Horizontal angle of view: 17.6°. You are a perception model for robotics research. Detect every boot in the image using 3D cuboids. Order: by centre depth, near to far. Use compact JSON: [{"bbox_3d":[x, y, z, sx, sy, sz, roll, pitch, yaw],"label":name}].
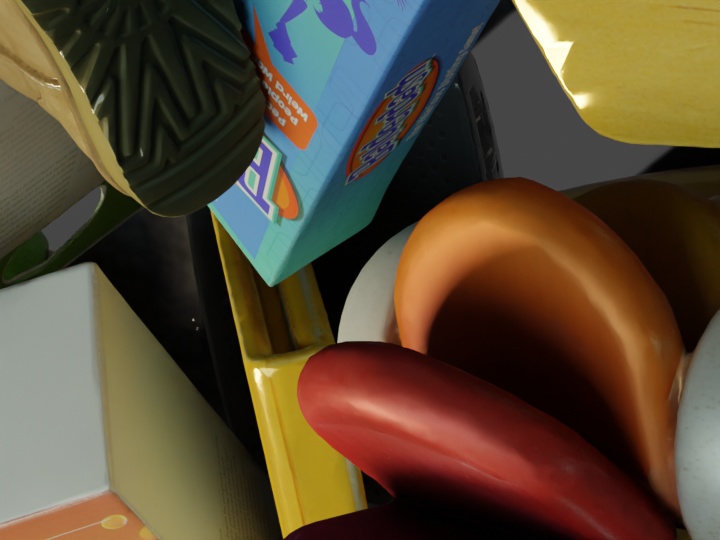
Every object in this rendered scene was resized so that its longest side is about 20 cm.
[{"bbox_3d":[-0.120,-0.115,0.629,0.200,0.066,0.176,35,148,37],"label":"boot"}]

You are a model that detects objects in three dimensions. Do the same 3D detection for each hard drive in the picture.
[{"bbox_3d":[0.000,0.000,0.897,0.134,0.042,0.201,9,124,27],"label":"hard drive"}]

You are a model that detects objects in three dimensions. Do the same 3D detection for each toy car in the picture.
[{"bbox_3d":[0.042,0.072,0.626,0.175,0.150,0.201,10,93,42],"label":"toy car"}]

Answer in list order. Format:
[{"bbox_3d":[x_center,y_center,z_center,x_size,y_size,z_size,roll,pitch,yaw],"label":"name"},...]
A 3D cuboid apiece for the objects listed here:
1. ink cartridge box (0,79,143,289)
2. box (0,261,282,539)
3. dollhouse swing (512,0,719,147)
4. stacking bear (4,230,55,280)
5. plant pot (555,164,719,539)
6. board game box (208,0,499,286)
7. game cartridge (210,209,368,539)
[{"bbox_3d":[-0.126,-0.082,0.854,0.076,0.148,0.200,32,131,13],"label":"ink cartridge box"},{"bbox_3d":[-0.111,0.102,0.876,0.124,0.098,0.200,-18,143,11],"label":"box"},{"bbox_3d":[0.158,-0.058,0.655,0.181,0.200,0.176,4,121,31],"label":"dollhouse swing"},{"bbox_3d":[-0.163,0.030,0.979,0.121,0.114,0.200,-36,107,28],"label":"stacking bear"},{"bbox_3d":[0.099,0.068,0.792,0.200,0.201,0.190,-8,98,36],"label":"plant pot"},{"bbox_3d":[-0.034,-0.100,0.628,0.152,0.045,0.200,52,156,10],"label":"board game box"},{"bbox_3d":[-0.020,0.072,0.823,0.032,0.176,0.201,-11,119,-4],"label":"game cartridge"}]
